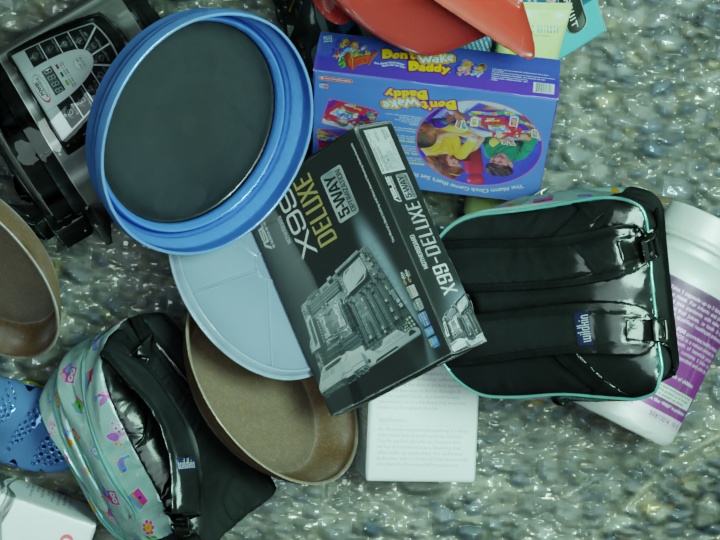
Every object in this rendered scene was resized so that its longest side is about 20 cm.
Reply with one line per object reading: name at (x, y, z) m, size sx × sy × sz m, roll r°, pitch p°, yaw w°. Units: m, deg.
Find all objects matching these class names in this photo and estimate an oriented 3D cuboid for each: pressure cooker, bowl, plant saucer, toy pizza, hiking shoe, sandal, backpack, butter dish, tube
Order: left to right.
plant saucer at (-0.325, -0.011, 1.508) m, size 0.200 × 0.200 × 0.035 m, roll 43°, pitch 52°, yaw -7°
sandal at (-0.326, 0.115, 1.549) m, size 0.199 × 0.087 × 0.080 m, roll 28°, pitch 88°, yaw -10°
pressure cooker at (-0.230, -0.123, 1.504) m, size 0.199 × 0.176 × 0.179 m, roll -31°, pitch 116°, yaw -4°
backpack at (-0.178, 0.141, 1.534) m, size 0.126 × 0.167 × 0.201 m, roll -30°, pitch 94°, yaw 31°
bowl at (-0.128, -0.112, 1.428) m, size 0.200 × 0.039 × 0.202 m, roll -20°, pitch 124°, yaw -32°
toy pizza at (-0.089, 0.002, 1.550) m, size 0.199 × 0.032 × 0.201 m, roll 23°, pitch 53°, yaw -34°
plant saucer at (-0.084, 0.100, 1.547) m, size 0.037 × 0.201 × 0.201 m, roll -36°, pitch 99°, yaw 31°
hiking shoe at (-0.028, -0.230, 1.587) m, size 0.086 × 0.074 × 0.202 m, roll 6°, pitch 87°, yaw -36°
butter dish at (0.022, -0.248, 1.425) m, size 0.147 × 0.199 × 0.201 m, roll -31°, pitch 54°, yaw 30°
tube at (0.134, -0.138, 1.579) m, size 0.052 × 0.058 × 0.201 m, roll 15°, pitch 111°, yaw 10°
backpack at (0.159, 0.021, 1.504) m, size 0.198 × 0.153 × 0.177 m, roll -7°, pitch 96°, yaw 14°

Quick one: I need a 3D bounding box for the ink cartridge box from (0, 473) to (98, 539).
ink cartridge box at (-0.341, 0.247, 1.555) m, size 0.199 × 0.084 × 0.146 m, roll 20°, pitch 90°, yaw -8°

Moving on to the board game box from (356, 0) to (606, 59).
board game box at (0.104, -0.219, 1.564) m, size 0.199 × 0.047 × 0.151 m, roll -33°, pitch 137°, yaw -5°

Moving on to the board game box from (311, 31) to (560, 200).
board game box at (0.059, -0.125, 1.506) m, size 0.198 × 0.135 × 0.045 m, roll 7°, pitch 53°, yaw 2°

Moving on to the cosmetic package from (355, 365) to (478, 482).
cosmetic package at (0.051, 0.083, 1.602) m, size 0.101 × 0.071 × 0.202 m, roll 3°, pitch 93°, yaw -9°

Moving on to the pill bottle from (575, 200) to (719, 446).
pill bottle at (0.269, 0.045, 1.609) m, size 0.112 × 0.112 × 0.201 m, roll 27°, pitch 90°, yaw -8°

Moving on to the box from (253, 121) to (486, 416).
box at (0.000, 0.000, 1.496) m, size 0.050 × 0.157 × 0.201 m, roll -15°, pitch 79°, yaw -46°
